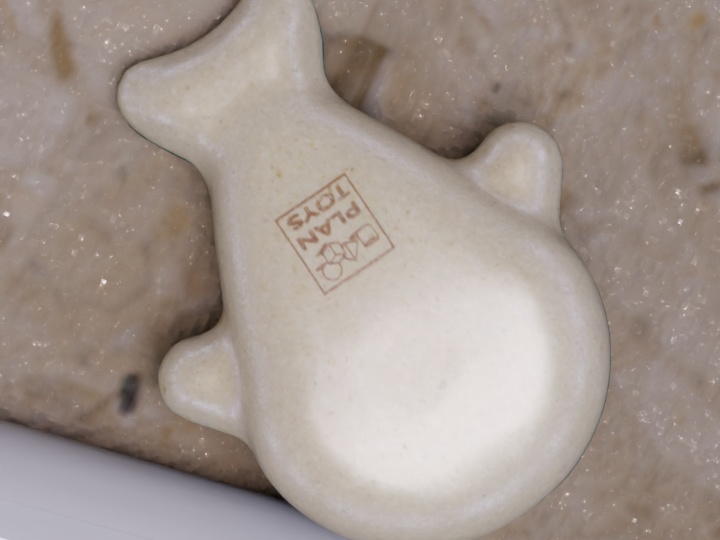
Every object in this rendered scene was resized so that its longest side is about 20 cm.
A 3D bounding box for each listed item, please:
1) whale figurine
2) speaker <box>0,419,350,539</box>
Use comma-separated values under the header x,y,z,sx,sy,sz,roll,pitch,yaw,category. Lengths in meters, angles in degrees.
x,y,z,sx,sy,sz,roll,pitch,yaw,category
0.000,0.000,1.019,0.159,0.104,0.200,-36,84,1,whale figurine
-0.089,0.103,1.025,0.200,0.081,0.081,17,102,-15,speaker
